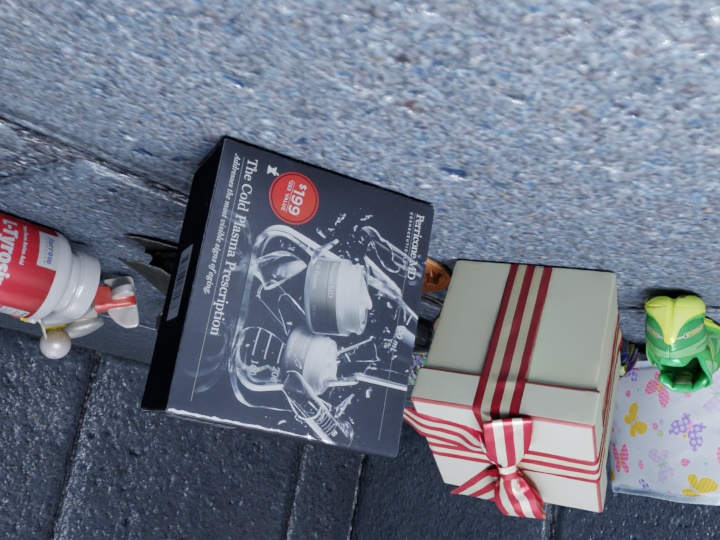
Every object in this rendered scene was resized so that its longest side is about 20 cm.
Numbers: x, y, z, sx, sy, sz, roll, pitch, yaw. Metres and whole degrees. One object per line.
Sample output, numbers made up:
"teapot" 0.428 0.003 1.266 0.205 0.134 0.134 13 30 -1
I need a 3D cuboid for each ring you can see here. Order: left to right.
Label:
"ring" 0.000 0.000 0.899 0.197 0.020 0.201 10 166 3

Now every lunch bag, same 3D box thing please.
"lunch bag" 0.393 0.188 1.004 0.125 0.173 0.200 -3 171 -18

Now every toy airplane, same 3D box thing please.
"toy airplane" -0.425 0.062 1.235 0.197 0.143 0.199 1 164 33

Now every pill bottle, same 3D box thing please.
"pill bottle" -0.422 -0.007 1.002 0.198 0.114 0.111 22 163 -41

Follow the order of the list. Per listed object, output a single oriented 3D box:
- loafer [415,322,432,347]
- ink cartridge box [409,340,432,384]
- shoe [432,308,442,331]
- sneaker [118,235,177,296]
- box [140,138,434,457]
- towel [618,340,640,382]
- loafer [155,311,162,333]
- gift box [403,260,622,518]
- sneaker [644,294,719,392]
"loafer" -0.001 0.086 1.146 0.197 0.072 0.068 11 168 -3
"ink cartridge box" 0.145 0.121 1.134 0.108 0.051 0.199 -14 -177 -34
"shoe" 0.178 0.051 0.915 0.197 0.071 0.053 1 -151 24
"sneaker" -0.195 0.013 1.031 0.103 0.061 0.200 1 159 31
"box" -0.054 0.028 0.654 0.180 0.203 0.104 15 166 -22
"towel" 0.247 0.104 0.979 0.141 0.023 0.199 -1 -178 24
"loafer" -0.241 0.081 1.347 0.196 0.074 0.072 -1 157 8
"gift box" 0.144 0.120 0.800 0.197 0.188 0.186 0 140 26
"sneaker" 0.320 0.082 0.839 0.073 0.085 0.199 2 165 33
